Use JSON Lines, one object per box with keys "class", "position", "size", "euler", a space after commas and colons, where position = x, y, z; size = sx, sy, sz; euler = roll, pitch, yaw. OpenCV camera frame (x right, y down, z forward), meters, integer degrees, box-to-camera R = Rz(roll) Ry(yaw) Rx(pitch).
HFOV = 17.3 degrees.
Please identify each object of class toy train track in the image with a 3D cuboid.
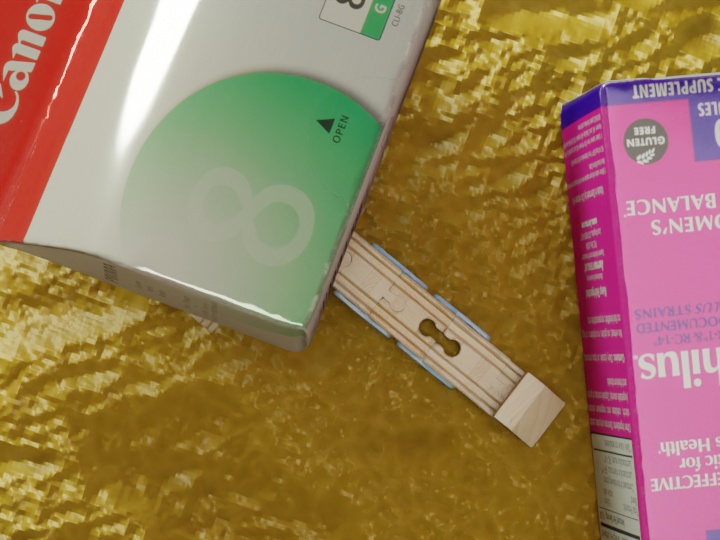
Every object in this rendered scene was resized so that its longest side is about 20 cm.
{"class": "toy train track", "position": [0.000, 0.000, 0.956], "size": [0.200, 0.033, 0.115], "euler": [39, 86, -2]}

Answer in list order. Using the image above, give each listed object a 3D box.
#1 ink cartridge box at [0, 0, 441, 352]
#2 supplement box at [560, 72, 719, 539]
{"class": "ink cartridge box", "position": [-0.085, -0.077, 0.925], "size": [0.199, 0.050, 0.162], "euler": [21, 73, 0]}
{"class": "supplement box", "position": [0.143, 0.026, 0.929], "size": [0.100, 0.103, 0.202], "euler": [-6, 90, -5]}
